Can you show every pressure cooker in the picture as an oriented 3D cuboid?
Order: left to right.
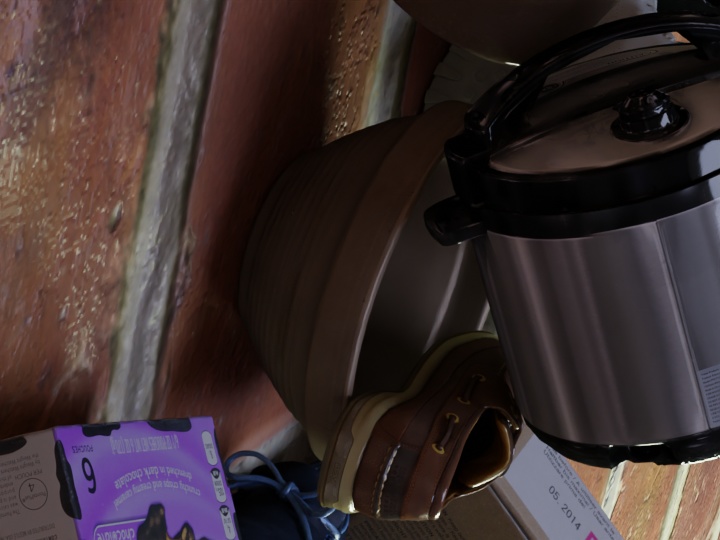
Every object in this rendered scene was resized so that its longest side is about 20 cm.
[{"bbox_3d":[0.142,-0.026,1.263,0.176,0.178,0.200,-42,123,-45],"label":"pressure cooker"}]

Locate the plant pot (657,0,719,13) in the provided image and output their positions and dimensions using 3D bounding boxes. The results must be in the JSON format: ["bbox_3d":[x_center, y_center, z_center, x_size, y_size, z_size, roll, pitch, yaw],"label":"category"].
[{"bbox_3d":[0.234,-0.243,1.543,0.177,0.199,0.200,-63,162,-44],"label":"plant pot"}]

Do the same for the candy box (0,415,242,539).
[{"bbox_3d":[-0.101,0.169,1.118,0.168,0.071,0.200,4,70,-71],"label":"candy box"}]

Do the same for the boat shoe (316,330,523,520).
[{"bbox_3d":[0.048,0.085,1.314,0.200,0.068,0.072,-28,135,-62],"label":"boat shoe"}]

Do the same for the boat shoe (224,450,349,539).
[{"bbox_3d":[-0.047,0.128,1.379,0.069,0.084,0.200,-61,177,6],"label":"boat shoe"}]

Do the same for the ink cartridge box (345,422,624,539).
[{"bbox_3d":[0.077,0.192,1.495,0.165,0.200,0.075,-29,-170,38],"label":"ink cartridge box"}]

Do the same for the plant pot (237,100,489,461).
[{"bbox_3d":[0.000,0.000,1.343,0.201,0.093,0.201,-52,153,-40],"label":"plant pot"}]

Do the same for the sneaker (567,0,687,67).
[{"bbox_3d":[0.150,-0.119,1.427,0.200,0.088,0.075,-66,147,-48],"label":"sneaker"}]

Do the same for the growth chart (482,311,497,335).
[{"bbox_3d":[0.113,0.007,1.681,0.200,0.018,0.145,-38,115,-59],"label":"growth chart"}]

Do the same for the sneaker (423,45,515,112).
[{"bbox_3d":[0.095,-0.124,1.517,0.081,0.076,0.200,68,46,-72],"label":"sneaker"}]

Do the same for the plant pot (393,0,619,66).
[{"bbox_3d":[0.090,-0.201,1.292,0.175,0.200,0.200,-59,168,28],"label":"plant pot"}]
